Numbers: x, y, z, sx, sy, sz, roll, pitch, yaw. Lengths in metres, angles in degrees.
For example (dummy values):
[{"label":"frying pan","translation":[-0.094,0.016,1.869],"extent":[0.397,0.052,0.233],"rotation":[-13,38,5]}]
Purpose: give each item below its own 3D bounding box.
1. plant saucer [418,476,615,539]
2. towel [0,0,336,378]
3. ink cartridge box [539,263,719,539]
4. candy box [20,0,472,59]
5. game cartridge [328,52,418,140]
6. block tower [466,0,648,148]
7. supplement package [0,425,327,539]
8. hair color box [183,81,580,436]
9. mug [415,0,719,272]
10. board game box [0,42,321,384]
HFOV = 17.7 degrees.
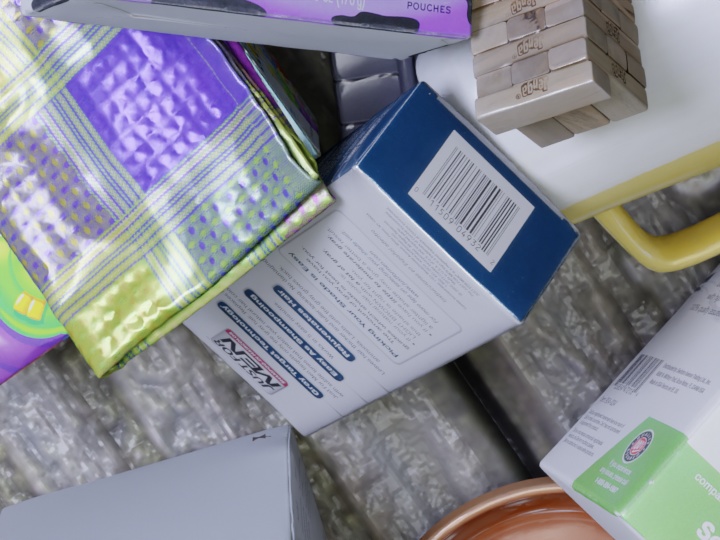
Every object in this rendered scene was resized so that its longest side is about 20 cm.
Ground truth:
[{"label":"plant saucer","translation":[0.102,0.200,1.168],"extent":[0.199,0.032,0.201],"rotation":[0,102,-1]},{"label":"towel","translation":[-0.118,-0.071,0.980],"extent":[0.143,0.023,0.200],"rotation":[-37,83,19]},{"label":"ink cartridge box","translation":[0.191,0.052,1.065],"extent":[0.084,0.145,0.200],"rotation":[43,87,-9]},{"label":"candy box","translation":[-0.041,-0.194,0.912],"extent":[0.167,0.071,0.201],"rotation":[3,87,-25]},{"label":"game cartridge","translation":[0.081,-0.128,1.098],"extent":[0.199,0.038,0.130],"rotation":[-9,106,0]},{"label":"block tower","translation":[0.074,-0.147,0.952],"extent":[0.054,0.058,0.201],"rotation":[-18,61,29]},{"label":"supplement package","translation":[-0.089,0.169,1.068],"extent":[0.155,0.200,0.111],"rotation":[-16,102,1]},{"label":"hair color box","translation":[0.000,0.000,1.043],"extent":[0.100,0.200,0.061],"rotation":[44,57,-10]},{"label":"mug","translation":[0.119,-0.080,1.026],"extent":[0.153,0.149,0.187],"rotation":[-30,95,12]},{"label":"board game box","translation":[-0.127,-0.043,1.071],"extent":[0.200,0.105,0.103],"rotation":[-36,101,6]}]
